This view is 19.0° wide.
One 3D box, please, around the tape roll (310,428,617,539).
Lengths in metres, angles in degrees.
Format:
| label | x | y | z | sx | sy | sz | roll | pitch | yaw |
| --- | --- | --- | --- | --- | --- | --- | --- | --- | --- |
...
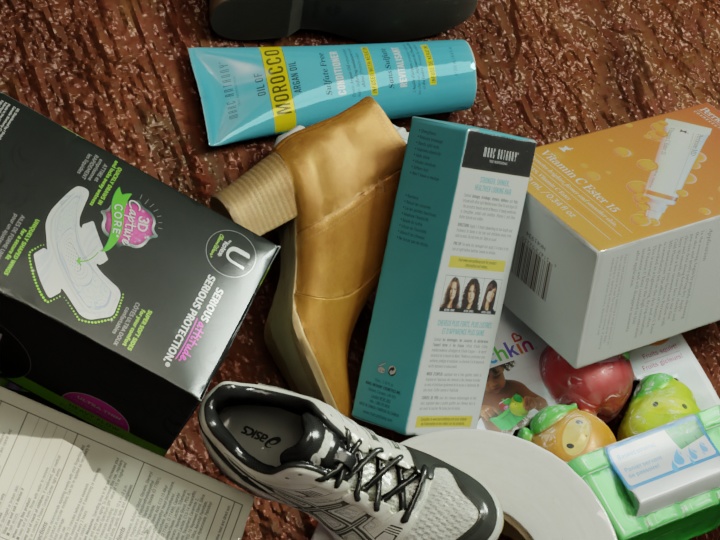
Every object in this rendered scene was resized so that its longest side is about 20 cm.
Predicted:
| label | x | y | z | sx | sy | sz | roll | pitch | yaw |
| --- | --- | --- | --- | --- | --- | --- | --- | --- | --- |
| tape roll | 0.066 | 0.203 | 1.343 | 0.202 | 0.071 | 0.203 | -3 | 72 | 9 |

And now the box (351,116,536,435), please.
| label | x | y | z | sx | sy | sz | roll | pitch | yaw |
| --- | --- | --- | --- | --- | --- | --- | --- | --- | --- |
| box | 0.054 | 0.005 | 1.403 | 0.082 | 0.049 | 0.201 | 5 | 98 | -53 |

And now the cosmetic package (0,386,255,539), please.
| label | x | y | z | sx | sy | sz | roll | pitch | yaw |
| --- | --- | --- | --- | --- | --- | --- | --- | --- | --- |
| cosmetic package | -0.178 | 0.154 | 1.325 | 0.199 | 0.073 | 0.104 | 25 | 62 | -6 |

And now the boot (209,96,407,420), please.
| label | x | y | z | sx | sy | sz | roll | pitch | yaw |
| --- | --- | --- | --- | --- | --- | --- | --- | --- | --- |
| boot | 0.000 | -0.001 | 1.416 | 0.144 | 0.071 | 0.202 | -29 | 107 | -21 |

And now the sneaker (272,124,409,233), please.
| label | x | y | z | sx | sy | sz | roll | pitch | yaw |
| --- | --- | --- | --- | --- | --- | --- | --- | --- | --- |
| sneaker | 0.032 | -0.068 | 1.498 | 0.200 | 0.070 | 0.081 | 0 | 64 | -18 |

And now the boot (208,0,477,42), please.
| label | x | y | z | sx | sy | sz | roll | pitch | yaw |
| --- | --- | --- | --- | --- | --- | --- | --- | --- | --- |
| boot | -0.013 | -0.211 | 1.550 | 0.199 | 0.074 | 0.076 | 1 | 57 | -16 |

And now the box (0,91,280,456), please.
| label | x | y | z | sx | sy | sz | roll | pitch | yaw |
| --- | --- | --- | --- | --- | --- | --- | --- | --- | --- |
| box | -0.177 | 0.013 | 1.345 | 0.200 | 0.149 | 0.125 | 29 | 59 | -4 |

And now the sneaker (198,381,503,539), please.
| label | x | y | z | sx | sy | sz | roll | pitch | yaw |
| --- | --- | --- | --- | --- | --- | --- | --- | --- | --- |
| sneaker | -0.012 | 0.125 | 1.300 | 0.199 | 0.088 | 0.076 | 18 | 74 | 14 |

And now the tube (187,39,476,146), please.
| label | x | y | z | sx | sy | sz | roll | pitch | yaw |
| --- | --- | --- | --- | --- | --- | --- | --- | --- | --- |
| tube | -0.018 | -0.131 | 1.526 | 0.199 | 0.050 | 0.078 | -7 | 62 | -16 |

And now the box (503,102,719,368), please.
| label | x | y | z | sx | sy | sz | roll | pitch | yaw |
| --- | --- | --- | --- | --- | --- | --- | --- | --- | --- |
| box | 0.195 | -0.028 | 1.481 | 0.199 | 0.098 | 0.124 | -16 | 41 | -31 |

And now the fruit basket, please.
| label | x | y | z | sx | sy | sz | roll | pitch | yaw |
| --- | --- | --- | --- | --- | --- | --- | --- | --- | --- |
| fruit basket | 0.165 | 0.095 | 1.458 | 0.185 | 0.094 | 0.200 | -16 | 70 | -24 |
